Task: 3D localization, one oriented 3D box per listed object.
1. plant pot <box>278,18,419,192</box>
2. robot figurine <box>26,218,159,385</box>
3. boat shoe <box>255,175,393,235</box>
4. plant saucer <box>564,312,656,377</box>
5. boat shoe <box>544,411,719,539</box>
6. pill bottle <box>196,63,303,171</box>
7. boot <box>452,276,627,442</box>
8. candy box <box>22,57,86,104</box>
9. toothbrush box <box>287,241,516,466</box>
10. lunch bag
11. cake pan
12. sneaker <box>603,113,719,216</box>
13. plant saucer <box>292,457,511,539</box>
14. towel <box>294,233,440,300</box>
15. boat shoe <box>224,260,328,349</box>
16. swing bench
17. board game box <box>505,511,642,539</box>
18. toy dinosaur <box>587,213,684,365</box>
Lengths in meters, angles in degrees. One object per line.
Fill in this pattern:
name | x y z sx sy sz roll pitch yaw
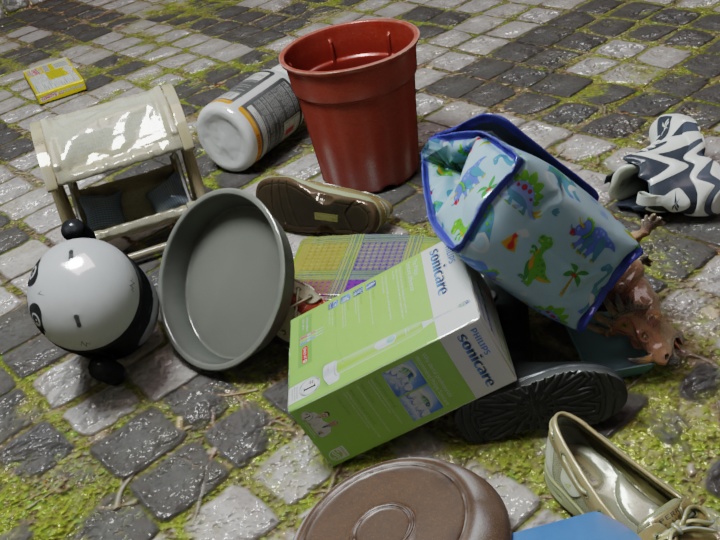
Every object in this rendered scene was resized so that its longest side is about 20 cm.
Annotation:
plant pot | 0.001 -0.230 1.332 0.198 0.197 0.202 -9 32 5
robot figurine | -0.296 0.036 1.037 0.150 0.200 0.125 36 80 5
boat shoe | -0.048 -0.089 1.264 0.198 0.073 0.076 18 27 27
plant saucer | 0.247 0.049 0.987 0.069 0.019 0.201 -11 33 1
boat shoe | 0.219 0.188 0.735 0.072 0.064 0.201 -23 36 -19
pill bottle | -0.161 -0.253 1.496 0.115 0.118 0.200 11 38 31
boot | 0.166 0.074 0.933 0.162 0.066 0.201 -9 29 8
candy box | -0.652 -0.405 1.976 0.101 0.027 0.200 -25 34 -15
toothbrush box | 0.034 0.075 0.898 0.198 0.086 0.146 -29 29 13
lunch bag | 0.153 -0.058 0.909 0.128 0.169 0.200 -54 22 10
cake pan | -0.148 0.011 1.040 0.199 0.203 0.037 17 4 38
sneaker | 0.364 -0.135 1.173 0.128 0.080 0.201 -2 42 -1
plant saucer | 0.022 0.218 0.752 0.198 0.032 0.201 -19 27 10
towel | 0.000 0.000 1.138 0.197 0.023 0.144 -2 34 15
boat shoe | -0.079 0.042 1.044 0.199 0.063 0.071 26 64 39
swing bench | -0.319 -0.125 1.268 0.197 0.202 0.130 -19 33 -12
board game box | 0.128 0.261 0.675 0.197 0.039 0.159 -18 29 10
toy dinosaur | 0.238 0.017 0.953 0.199 0.086 0.136 9 56 47
